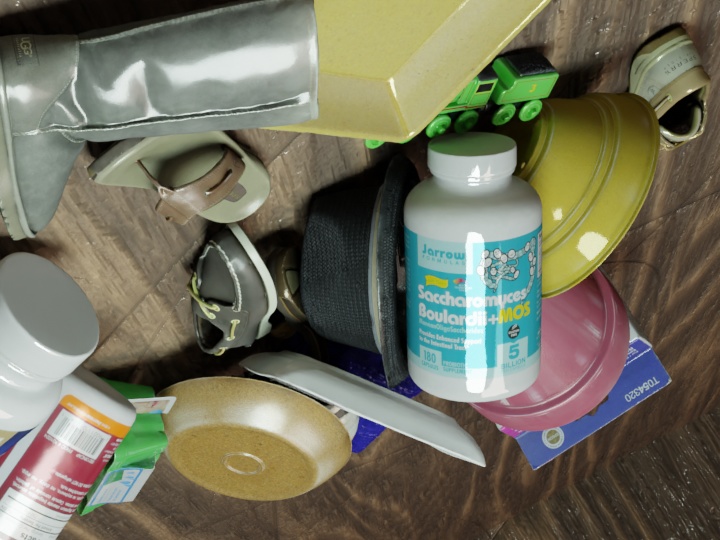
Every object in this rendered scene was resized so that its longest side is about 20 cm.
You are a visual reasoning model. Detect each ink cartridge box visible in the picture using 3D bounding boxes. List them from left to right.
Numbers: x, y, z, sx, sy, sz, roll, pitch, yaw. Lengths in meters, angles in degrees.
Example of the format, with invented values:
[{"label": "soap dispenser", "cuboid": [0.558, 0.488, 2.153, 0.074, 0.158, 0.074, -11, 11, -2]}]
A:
[{"label": "ink cartridge box", "cuboid": [0.217, 0.091, 1.554, 0.196, 0.200, 0.043, -37, 158, 20]}]

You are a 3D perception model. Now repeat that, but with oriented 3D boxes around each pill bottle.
[{"label": "pill bottle", "cuboid": [-0.287, 0.080, 0.987, 0.200, 0.120, 0.120, -38, 158, 23]}, {"label": "pill bottle", "cuboid": [-0.279, 0.166, 1.106, 0.200, 0.113, 0.113, -56, 159, -5]}, {"label": "pill bottle", "cuboid": [0.090, -0.005, 1.095, 0.110, 0.111, 0.201, -16, 114, -31]}]

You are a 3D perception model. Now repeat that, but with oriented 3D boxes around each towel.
[{"label": "towel", "cuboid": [-0.017, 0.111, 1.395, 0.200, 0.147, 0.050, -51, -167, 46]}]

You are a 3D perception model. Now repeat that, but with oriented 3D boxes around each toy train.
[{"label": "toy train", "cuboid": [0.073, -0.137, 1.067, 0.199, 0.042, 0.057, -13, 144, -36]}]

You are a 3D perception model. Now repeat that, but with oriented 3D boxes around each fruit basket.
[{"label": "fruit basket", "cuboid": [-0.283, 0.172, 1.248, 0.199, 0.094, 0.185, -10, 152, -34]}]

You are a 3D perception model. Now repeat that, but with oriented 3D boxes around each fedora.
[{"label": "fedora", "cuboid": [0.000, 0.000, 1.164, 0.091, 0.202, 0.201, 2, 163, 12]}]

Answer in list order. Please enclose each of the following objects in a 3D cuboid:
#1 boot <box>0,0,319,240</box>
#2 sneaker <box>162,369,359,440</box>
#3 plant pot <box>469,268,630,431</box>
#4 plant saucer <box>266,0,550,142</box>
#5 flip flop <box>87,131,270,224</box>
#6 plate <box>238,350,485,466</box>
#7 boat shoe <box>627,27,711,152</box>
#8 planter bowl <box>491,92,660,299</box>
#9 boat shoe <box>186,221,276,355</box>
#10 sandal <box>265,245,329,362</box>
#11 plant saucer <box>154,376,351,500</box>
[{"label": "boot", "cuboid": [-0.125, -0.092, 0.821, 0.199, 0.073, 0.182, -14, 156, -15]}, {"label": "sneaker", "cuboid": [-0.098, 0.119, 1.349, 0.199, 0.076, 0.088, 5, 129, -7]}, {"label": "plant pot", "cuboid": [0.155, 0.045, 1.409, 0.200, 0.200, 0.179, -33, 143, 12]}, {"label": "plant saucer", "cuboid": [0.019, -0.169, 0.896, 0.199, 0.049, 0.200, 1, 145, -47]}, {"label": "flip flop", "cuboid": [-0.116, -0.060, 0.968, 0.081, 0.058, 0.200, -34, 159, 12]}, {"label": "plate", "cuboid": [0.001, 0.114, 1.221, 0.032, 0.199, 0.200, -67, -167, -6]}, {"label": "boat shoe", "cuboid": [0.286, -0.148, 1.274, 0.074, 0.067, 0.200, -29, 159, 1]}, {"label": "planter bowl", "cuboid": [0.155, -0.083, 1.170, 0.083, 0.201, 0.200, 29, 127, -24]}, {"label": "boat shoe", "cuboid": [-0.112, 0.022, 1.146, 0.060, 0.072, 0.201, -28, 162, -14]}, {"label": "sandal", "cuboid": [-0.065, 0.033, 1.231, 0.054, 0.082, 0.200, -10, 165, 7]}, {"label": "plant saucer", "cuboid": [-0.109, 0.170, 1.303, 0.199, 0.036, 0.201, 6, 143, 4]}]
